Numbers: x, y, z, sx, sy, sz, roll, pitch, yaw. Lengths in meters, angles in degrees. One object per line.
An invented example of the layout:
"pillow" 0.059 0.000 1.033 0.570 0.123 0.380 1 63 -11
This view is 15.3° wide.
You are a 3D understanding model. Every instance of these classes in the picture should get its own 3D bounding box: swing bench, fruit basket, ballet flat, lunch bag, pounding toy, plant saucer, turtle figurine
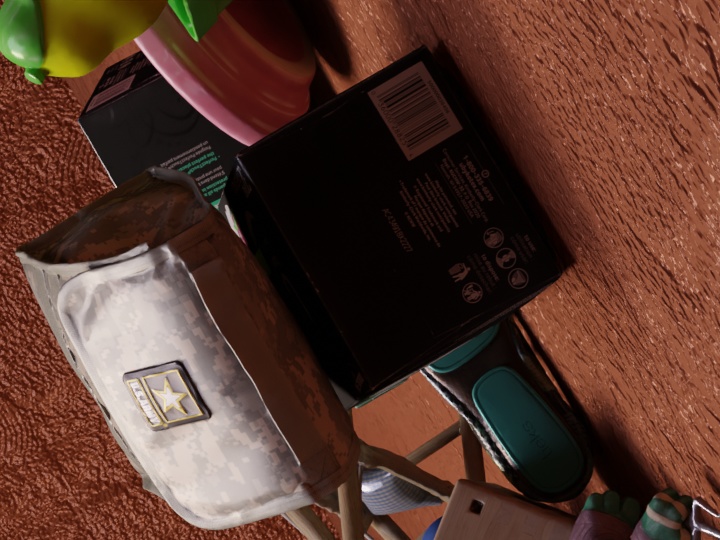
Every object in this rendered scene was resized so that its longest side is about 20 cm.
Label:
"swing bench" 0.018 0.165 1.834 0.199 0.130 0.200 32 -152 -53
"fruit basket" -0.141 -0.207 1.539 0.156 0.215 0.216 56 172 21
"ballet flat" 0.075 0.058 1.654 0.201 0.074 0.074 60 173 11
"lunch bag" -0.090 0.043 1.449 0.164 0.117 0.200 61 165 -15
"pounding toy" 0.067 0.224 1.632 0.142 0.185 0.200 21 179 12
"plant saucer" -0.095 -0.169 1.718 0.201 0.051 0.201 46 -161 -22
"turtle figurine" 0.172 0.188 1.427 0.150 0.100 0.200 62 178 -16

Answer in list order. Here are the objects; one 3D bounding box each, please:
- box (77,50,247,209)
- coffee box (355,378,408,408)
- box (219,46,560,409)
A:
"box" -0.091 -0.065 1.888 0.201 0.124 0.149 61 -169 -15
"coffee box" 0.000 0.000 1.721 0.123 0.044 0.200 61 -164 -8
"box" 0.011 -0.017 1.508 0.149 0.124 0.200 59 171 3
